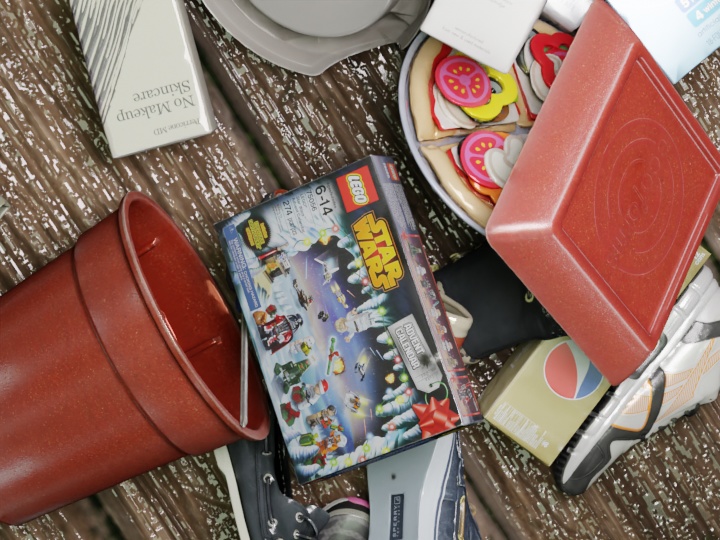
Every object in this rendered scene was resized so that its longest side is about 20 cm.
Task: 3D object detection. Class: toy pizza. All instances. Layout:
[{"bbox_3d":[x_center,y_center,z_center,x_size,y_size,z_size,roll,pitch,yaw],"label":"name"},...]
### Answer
[{"bbox_3d":[0.119,-0.102,1.508,0.200,0.032,0.200,14,59,-24],"label":"toy pizza"}]

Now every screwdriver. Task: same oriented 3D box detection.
[{"bbox_3d":[-0.083,0.042,1.553,0.028,0.200,0.029,-4,138,0],"label":"screwdriver"}]

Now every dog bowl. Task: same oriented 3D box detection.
[{"bbox_3d":[-0.029,-0.239,1.532,0.200,0.059,0.200,14,128,19],"label":"dog bowl"}]

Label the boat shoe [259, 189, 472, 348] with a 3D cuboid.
[{"bbox_3d":[0.000,0.000,1.565,0.200,0.071,0.063,43,121,25],"label":"boat shoe"}]

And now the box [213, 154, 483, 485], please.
[{"bbox_3d":[-0.010,0.035,1.512,0.137,0.040,0.200,-23,81,24],"label":"box"}]

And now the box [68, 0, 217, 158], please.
[{"bbox_3d":[-0.168,-0.188,1.574,0.082,0.068,0.200,-16,96,0],"label":"box"}]

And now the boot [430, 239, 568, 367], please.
[{"bbox_3d":[0.110,-0.029,1.588,0.154,0.073,0.204,-23,56,31],"label":"boot"}]

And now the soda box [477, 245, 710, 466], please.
[{"bbox_3d":[0.172,0.045,1.608,0.064,0.068,0.200,37,93,-6],"label":"soda box"}]

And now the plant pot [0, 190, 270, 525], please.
[{"bbox_3d":[-0.198,0.076,1.549,0.195,0.201,0.201,-29,96,10],"label":"plant pot"}]

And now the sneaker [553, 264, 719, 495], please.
[{"bbox_3d":[0.222,0.095,1.613,0.080,0.074,0.200,38,94,-8],"label":"sneaker"}]

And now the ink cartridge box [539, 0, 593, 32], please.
[{"bbox_3d":[0.114,-0.290,1.564,0.200,0.085,0.145,37,93,-7],"label":"ink cartridge box"}]

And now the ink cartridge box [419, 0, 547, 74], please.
[{"bbox_3d":[0.116,-0.237,1.427,0.067,0.116,0.200,28,101,0],"label":"ink cartridge box"}]

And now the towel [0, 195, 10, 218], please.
[{"bbox_3d":[-0.384,-0.040,1.541,0.200,0.035,0.193,39,65,17],"label":"towel"}]

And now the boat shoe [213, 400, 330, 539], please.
[{"bbox_3d":[-0.057,0.182,1.581,0.066,0.075,0.199,-20,57,1],"label":"boat shoe"}]

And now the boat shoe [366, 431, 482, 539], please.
[{"bbox_3d":[0.055,0.174,1.623,0.071,0.091,0.200,-5,70,39],"label":"boat shoe"}]

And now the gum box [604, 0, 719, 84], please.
[{"bbox_3d":[0.220,-0.261,1.508,0.170,0.045,0.200,-40,97,3],"label":"gum box"}]

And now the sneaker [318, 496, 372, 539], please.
[{"bbox_3d":[-0.040,0.265,1.614,0.074,0.087,0.200,31,94,-4],"label":"sneaker"}]

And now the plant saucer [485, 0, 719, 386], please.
[{"bbox_3d":[0.183,-0.050,1.480,0.200,0.037,0.200,47,61,-42],"label":"plant saucer"}]
